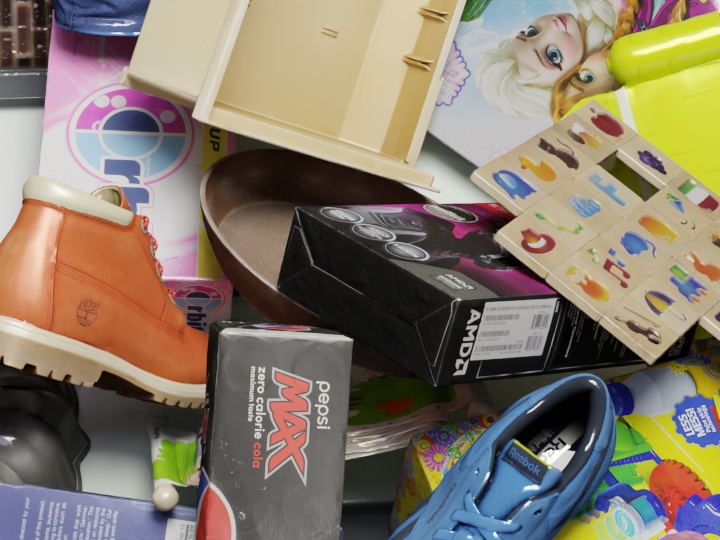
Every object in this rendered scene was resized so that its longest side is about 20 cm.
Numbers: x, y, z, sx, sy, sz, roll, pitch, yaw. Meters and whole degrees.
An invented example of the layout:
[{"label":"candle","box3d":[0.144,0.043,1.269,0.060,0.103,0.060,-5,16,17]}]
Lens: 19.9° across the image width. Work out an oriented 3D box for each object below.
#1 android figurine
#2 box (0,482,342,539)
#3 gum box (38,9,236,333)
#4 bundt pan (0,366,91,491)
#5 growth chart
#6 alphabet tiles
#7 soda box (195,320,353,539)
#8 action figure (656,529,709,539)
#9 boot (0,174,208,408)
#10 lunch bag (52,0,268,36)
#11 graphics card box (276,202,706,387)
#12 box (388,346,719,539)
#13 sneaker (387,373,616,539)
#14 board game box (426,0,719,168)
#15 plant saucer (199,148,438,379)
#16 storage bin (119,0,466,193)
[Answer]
[{"label":"android figurine","box3d":[0.191,-0.053,1.180,0.199,0.041,0.183,-13,84,11]},{"label":"box","box3d":[-0.116,0.178,1.050,0.199,0.032,0.122,9,82,-9]},{"label":"gum box","box3d":[-0.130,-0.064,1.209,0.113,0.066,0.200,2,58,-5]},{"label":"bundt pan","box3d":[-0.247,0.083,1.102,0.201,0.076,0.202,3,58,-4]},{"label":"growth chart","box3d":[-0.023,0.080,1.111,0.199,0.018,0.145,-14,16,-9]},{"label":"alphabet tiles","box3d":[0.149,-0.015,1.073,0.167,0.008,0.200,40,32,12]},{"label":"soda box","box3d":[-0.046,0.127,1.004,0.071,0.063,0.201,3,92,-9]},{"label":"action figure","box3d":[0.136,0.165,0.921,0.200,0.149,0.134,-28,58,-5]},{"label":"boot","box3d":[-0.123,0.014,1.085,0.075,0.200,0.108,10,82,30]},{"label":"lunch bag","box3d":[-0.121,-0.229,1.234,0.135,0.133,0.200,-1,23,-11]},{"label":"graphics card box","box3d":[0.071,0.008,1.059,0.200,0.051,0.125,-4,26,-43]},{"label":"box","box3d":[0.141,0.172,1.066,0.192,0.122,0.200,-15,62,-14]},{"label":"sneaker","box3d":[0.052,0.124,0.972,0.066,0.078,0.200,37,65,15]},{"label":"board game box","box3d":[0.143,-0.132,1.240,0.200,0.041,0.200,36,95,15]},{"label":"plant saucer","box3d":[0.000,0.000,1.130,0.200,0.035,0.200,20,27,-11]},{"label":"storage bin","box3d":[-0.008,-0.165,1.151,0.094,0.198,0.200,23,96,48]}]
